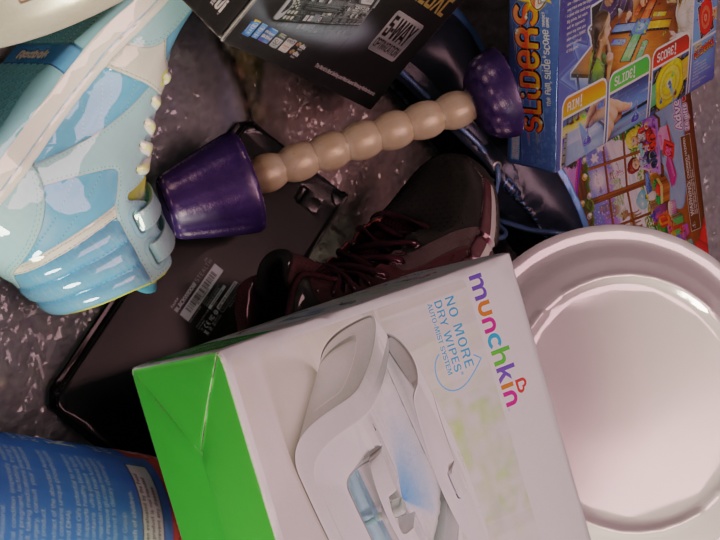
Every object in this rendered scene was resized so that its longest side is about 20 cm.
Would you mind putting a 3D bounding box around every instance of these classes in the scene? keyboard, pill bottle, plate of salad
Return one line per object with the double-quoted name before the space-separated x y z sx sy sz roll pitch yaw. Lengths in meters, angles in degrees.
"keyboard" -0.082 0.023 1.048 0.104 0.040 0.200 39 69 -13
"pill bottle" -0.184 0.131 0.915 0.199 0.112 0.113 15 85 -41
"plate of salad" 0.144 0.075 1.062 0.199 0.048 0.201 2 82 -12

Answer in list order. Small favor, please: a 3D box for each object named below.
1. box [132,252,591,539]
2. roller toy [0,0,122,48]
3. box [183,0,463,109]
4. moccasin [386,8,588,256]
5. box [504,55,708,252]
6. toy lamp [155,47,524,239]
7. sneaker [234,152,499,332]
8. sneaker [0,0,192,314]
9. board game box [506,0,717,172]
"box" 0.009 0.113 0.924 0.176 0.097 0.201 -17 92 -33
"roller toy" -0.145 -0.189 0.866 0.200 0.182 0.140 -43 121 -28
"box" 0.005 -0.172 0.981 0.158 0.050 0.200 -48 161 10
"moccasin" 0.064 -0.064 1.136 0.068 0.080 0.200 -41 105 -23
"box" 0.162 -0.053 1.230 0.136 0.039 0.201 -20 107 -37
"toy lamp" -0.011 -0.065 1.027 0.199 0.058 0.058 -20 109 -10
"sneaker" 0.000 0.000 1.019 0.115 0.075 0.201 43 61 -39
"sneaker" -0.122 -0.066 0.969 0.200 0.079 0.131 -50 121 -13
"board game box" 0.152 -0.152 1.120 0.200 0.034 0.136 -30 126 -48
